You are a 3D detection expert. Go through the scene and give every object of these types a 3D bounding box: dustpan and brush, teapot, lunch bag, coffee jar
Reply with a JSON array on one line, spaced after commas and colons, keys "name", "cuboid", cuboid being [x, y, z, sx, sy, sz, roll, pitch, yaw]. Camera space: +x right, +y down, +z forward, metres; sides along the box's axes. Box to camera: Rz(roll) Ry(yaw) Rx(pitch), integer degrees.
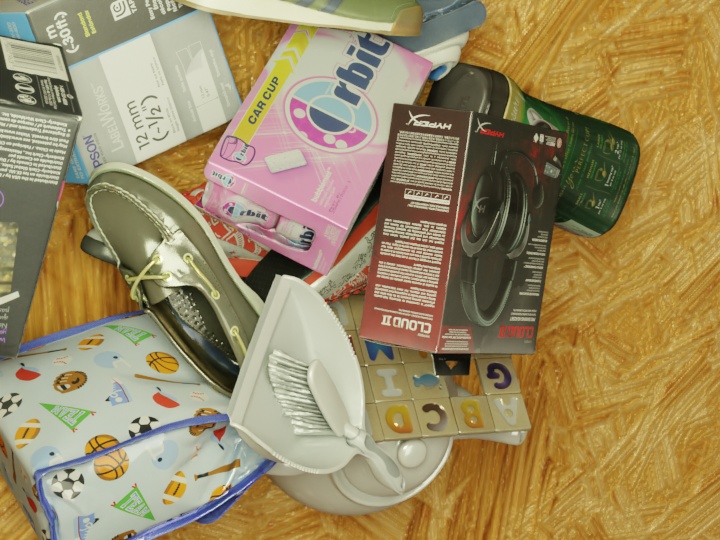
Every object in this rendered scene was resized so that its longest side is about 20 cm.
[{"name": "dustpan and brush", "cuboid": [-0.021, 0.113, 1.307, 0.200, 0.057, 0.140, 61, 37, -45]}, {"name": "teapot", "cuboid": [0.005, 0.130, 1.456, 0.200, 0.146, 0.197, -46, 122, -7]}, {"name": "lunch bag", "cuboid": [-0.177, 0.121, 1.331, 0.200, 0.170, 0.124, -22, 130, -22]}, {"name": "coffee jar", "cuboid": [0.140, -0.104, 1.484, 0.200, 0.085, 0.104, 20, 89, -34]}]

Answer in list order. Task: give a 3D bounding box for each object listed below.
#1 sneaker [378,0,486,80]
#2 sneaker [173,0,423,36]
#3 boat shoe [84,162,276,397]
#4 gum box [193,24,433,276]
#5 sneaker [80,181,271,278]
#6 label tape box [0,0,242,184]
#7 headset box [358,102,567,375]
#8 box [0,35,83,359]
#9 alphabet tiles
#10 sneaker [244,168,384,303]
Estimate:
[{"name": "sneaker", "cuboid": [0.007, -0.212, 1.375, 0.200, 0.081, 0.147, 2, 102, -35]}, {"name": "sneaker", "cuboid": [-0.038, -0.228, 1.280, 0.200, 0.067, 0.090, 4, 102, -26]}, {"name": "boat shoe", "cuboid": [-0.135, 0.008, 1.279, 0.202, 0.072, 0.060, 51, 35, -15]}, {"name": "gum box", "cuboid": [-0.036, -0.100, 1.314, 0.113, 0.066, 0.200, 26, 53, 1]}, {"name": "sneaker", "cuboid": [-0.123, -0.052, 1.369, 0.201, 0.067, 0.108, 5, 104, -34]}, {"name": "label tape box", "cuboid": [-0.203, -0.146, 1.291, 0.200, 0.066, 0.143, -28, 119, -20]}, {"name": "headset box", "cuboid": [0.079, -0.019, 1.321, 0.149, 0.077, 0.200, 6, 93, -55]}, {"name": "box", "cuboid": [-0.275, -0.056, 1.213, 0.106, 0.122, 0.200, 9, 119, -22]}, {"name": "alphabet tiles", "cuboid": [0.031, 0.062, 1.417, 0.200, 0.167, 0.008, -2, 150, -23]}, {"name": "sneaker", "cuboid": [0.001, 0.000, 1.382, 0.201, 0.067, 0.108, -44, 125, -16]}]
